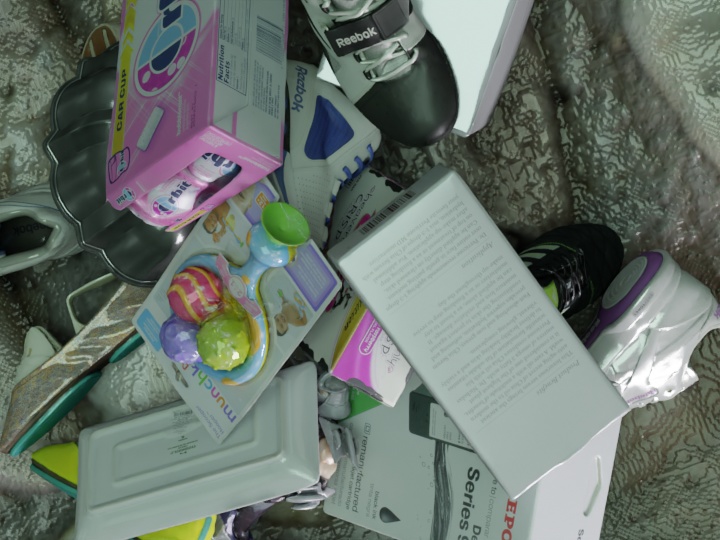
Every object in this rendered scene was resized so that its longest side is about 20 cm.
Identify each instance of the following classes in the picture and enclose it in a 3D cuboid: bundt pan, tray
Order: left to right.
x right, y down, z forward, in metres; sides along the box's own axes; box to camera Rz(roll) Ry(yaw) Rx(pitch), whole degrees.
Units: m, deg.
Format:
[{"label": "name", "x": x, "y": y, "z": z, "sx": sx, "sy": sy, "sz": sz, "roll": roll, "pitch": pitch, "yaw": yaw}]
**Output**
[{"label": "tray", "x": -0.124, "y": 0.130, "z": 1.690, "sx": 0.199, "sy": 0.022, "sz": 0.108, "roll": -17, "pitch": 49, "yaw": 18}, {"label": "bundt pan", "x": -0.124, "y": -0.087, "z": 1.694, "sx": 0.201, "sy": 0.076, "sz": 0.204, "roll": 12, "pitch": 67, "yaw": -30}]

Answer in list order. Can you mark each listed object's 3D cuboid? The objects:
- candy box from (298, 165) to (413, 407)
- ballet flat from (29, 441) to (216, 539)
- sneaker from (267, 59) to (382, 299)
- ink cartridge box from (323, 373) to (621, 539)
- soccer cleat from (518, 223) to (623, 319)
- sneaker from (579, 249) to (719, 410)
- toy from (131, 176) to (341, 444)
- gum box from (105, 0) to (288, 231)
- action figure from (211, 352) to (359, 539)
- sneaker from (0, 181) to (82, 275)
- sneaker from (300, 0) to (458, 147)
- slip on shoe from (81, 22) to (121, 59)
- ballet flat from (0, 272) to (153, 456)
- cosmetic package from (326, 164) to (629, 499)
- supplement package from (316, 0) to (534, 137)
[{"label": "candy box", "x": 0.000, "y": 0.000, "z": 1.676, "sx": 0.061, "sy": 0.200, "sz": 0.137, "roll": 28, "pitch": 93, "yaw": -25}, {"label": "ballet flat", "x": -0.173, "y": 0.163, "z": 1.753, "sx": 0.200, "sy": 0.067, "sz": 0.067, "roll": 29, "pitch": 85, "yaw": 46}, {"label": "sneaker", "x": -0.034, "y": -0.067, "z": 1.649, "sx": 0.114, "sy": 0.080, "sz": 0.201, "roll": 0, "pitch": 75, "yaw": -35}, {"label": "ink cartridge box", "x": 0.080, "y": 0.130, "z": 1.695, "sx": 0.199, "sy": 0.084, "sz": 0.147, "roll": 14, "pitch": 98, "yaw": 41}, {"label": "soccer cleat", "x": 0.128, "y": 0.016, "z": 1.686, "sx": 0.199, "sy": 0.081, "sz": 0.068, "roll": -21, "pitch": 103, "yaw": -34}, {"label": "sneaker", "x": 0.192, "y": 0.084, "z": 1.731, "sx": 0.099, "sy": 0.075, "sz": 0.200, "roll": 33, "pitch": 108, "yaw": -18}, {"label": "toy", "x": -0.099, "y": 0.026, "z": 1.602, "sx": 0.115, "sy": 0.047, "sz": 0.200, "roll": 54, "pitch": 132, "yaw": 16}, {"label": "gum box", "x": -0.109, "y": -0.133, "z": 1.582, "sx": 0.066, "sy": 0.201, "sz": 0.113, "roll": 26, "pitch": 140, "yaw": -34}, {"label": "action figure", "x": -0.067, "y": 0.145, "z": 1.730, "sx": 0.069, "sy": 0.131, "sz": 0.200, "roll": 23, "pitch": 120, "yaw": -26}, {"label": "sneaker", "x": -0.302, "y": -0.020, "z": 1.774, "sx": 0.199, "sy": 0.087, "sz": 0.075, "roll": -19, "pitch": 95, "yaw": 9}, {"label": "sneaker", "x": -0.004, "y": -0.169, "z": 1.522, "sx": 0.074, "sy": 0.088, "sz": 0.201, "roll": -30, "pitch": 89, "yaw": 9}, {"label": "slip on shoe", "x": -0.154, "y": -0.093, "z": 1.766, "sx": 0.076, "sy": 0.060, "sz": 0.201, "roll": -35, "pitch": 72, "yaw": 42}, {"label": "ballet flat", "x": -0.214, "y": 0.056, "z": 1.786, "sx": 0.200, "sy": 0.068, "sz": 0.067, "roll": -41, "pitch": 83, "yaw": 0}, {"label": "cosmetic package", "x": 0.077, "y": 0.040, "z": 1.549, "sx": 0.101, "sy": 0.071, "sz": 0.201, "roll": -37, "pitch": 98, "yaw": -2}, {"label": "supplement package", "x": 0.051, "y": -0.172, "z": 1.659, "sx": 0.117, "sy": 0.200, "sz": 0.118, "roll": 21, "pitch": 97, "yaw": 4}]
